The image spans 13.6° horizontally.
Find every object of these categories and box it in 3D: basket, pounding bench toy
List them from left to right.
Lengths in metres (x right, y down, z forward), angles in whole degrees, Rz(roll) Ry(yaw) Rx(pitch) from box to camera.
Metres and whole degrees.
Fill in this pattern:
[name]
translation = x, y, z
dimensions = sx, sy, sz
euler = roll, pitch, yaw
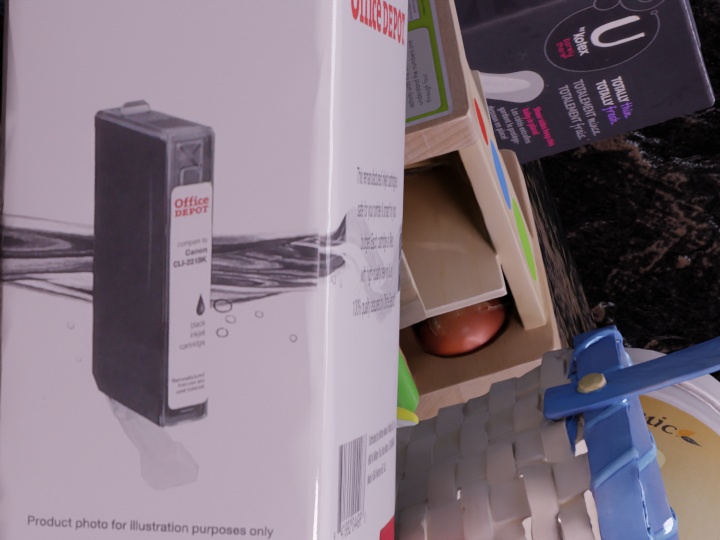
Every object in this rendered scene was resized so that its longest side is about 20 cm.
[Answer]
[pounding bench toy]
translation = 0.000, 0.000, 1.119
dimensions = 0.200, 0.124, 0.156
euler = -99, 170, -48
[basket]
translation = 0.096, 0.103, 0.883
dimensions = 0.139, 0.199, 0.177
euler = -97, 167, -65

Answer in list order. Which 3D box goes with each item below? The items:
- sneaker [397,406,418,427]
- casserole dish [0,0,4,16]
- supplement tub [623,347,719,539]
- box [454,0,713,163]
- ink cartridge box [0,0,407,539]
[sneaker]
translation = -0.001, 0.150, 1.059
dimensions = 0.084, 0.074, 0.201
euler = -3, 80, -57
[casserole dish]
translation = -0.059, -0.088, 0.949
dimensions = 0.200, 0.121, 0.039
euler = 4, 96, -82
[supplement tub]
translation = 0.089, 0.128, 1.192
dimensions = 0.200, 0.144, 0.145
euler = -58, 132, -60
[box]
translation = 0.034, -0.110, 1.267
dimensions = 0.122, 0.199, 0.106
euler = 61, 15, -61
[ink cartridge box]
translation = -0.037, 0.011, 0.759
dimensions = 0.144, 0.083, 0.201
euler = -5, 98, -83
